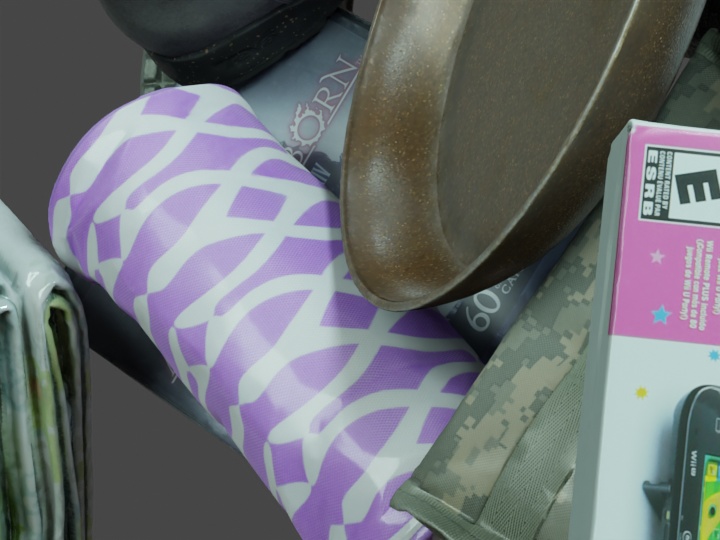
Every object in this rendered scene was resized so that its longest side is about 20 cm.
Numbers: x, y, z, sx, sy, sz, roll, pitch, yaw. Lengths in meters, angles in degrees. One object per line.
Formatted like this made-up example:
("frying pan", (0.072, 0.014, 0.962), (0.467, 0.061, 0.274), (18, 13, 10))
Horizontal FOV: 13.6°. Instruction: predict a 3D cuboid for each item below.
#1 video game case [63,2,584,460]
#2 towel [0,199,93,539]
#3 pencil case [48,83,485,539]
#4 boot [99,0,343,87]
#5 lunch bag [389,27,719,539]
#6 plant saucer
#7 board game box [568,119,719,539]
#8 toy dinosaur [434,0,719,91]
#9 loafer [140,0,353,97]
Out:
("video game case", (0.000, 0.000, 0.983), (0.200, 0.019, 0.143), (32, 91, 32))
("towel", (-0.151, 0.034, 1.053), (0.200, 0.048, 0.172), (39, 136, 47))
("pencil case", (-0.020, 0.028, 0.928), (0.200, 0.084, 0.086), (49, 131, 33))
("boot", (-0.016, -0.141, 0.952), (0.200, 0.132, 0.070), (-37, 56, 8))
("lunch bag", (0.135, 0.058, 0.791), (0.200, 0.117, 0.164), (34, 88, 39))
("plant saucer", (0.052, -0.079, 0.853), (0.200, 0.032, 0.201), (-55, 23, 37))
("board game box", (0.150, 0.049, 0.695), (0.199, 0.064, 0.149), (6, 85, -1))
("toy dinosaur", (0.123, -0.099, 0.932), (0.199, 0.077, 0.103), (3, 86, 28))
("loafer", (-0.029, -0.107, 1.080), (0.075, 0.070, 0.201), (5, 82, 18))
